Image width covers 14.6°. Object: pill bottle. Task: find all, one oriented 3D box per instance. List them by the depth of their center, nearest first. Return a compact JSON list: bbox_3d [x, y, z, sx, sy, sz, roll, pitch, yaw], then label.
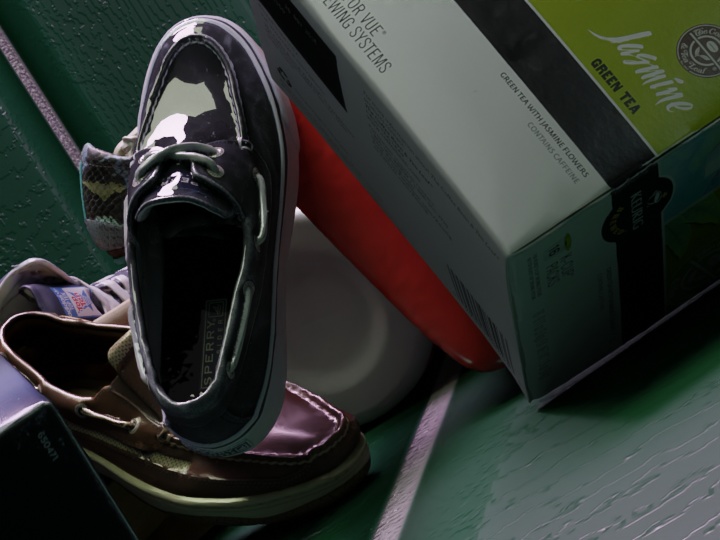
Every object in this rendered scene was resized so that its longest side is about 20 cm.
[{"bbox_3d":[0.000,0.000,1.399,0.112,0.113,0.200,-31,7,18],"label":"pill bottle"}]

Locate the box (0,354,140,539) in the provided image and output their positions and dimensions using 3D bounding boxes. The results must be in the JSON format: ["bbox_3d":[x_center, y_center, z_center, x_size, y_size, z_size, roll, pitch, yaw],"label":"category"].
[{"bbox_3d":[-0.206,0.127,1.146,0.200,0.124,0.198,-34,22,-12],"label":"box"}]

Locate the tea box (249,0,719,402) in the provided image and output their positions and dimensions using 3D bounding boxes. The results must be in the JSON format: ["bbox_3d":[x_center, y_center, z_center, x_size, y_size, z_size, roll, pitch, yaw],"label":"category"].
[{"bbox_3d":[0.085,-0.096,1.115,0.196,0.200,0.134,-33,-27,-9],"label":"tea box"}]

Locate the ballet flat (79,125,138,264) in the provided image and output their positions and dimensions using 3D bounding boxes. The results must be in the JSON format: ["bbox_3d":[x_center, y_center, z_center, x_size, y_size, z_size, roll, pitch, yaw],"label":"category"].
[{"bbox_3d":[-0.042,-0.070,1.333,0.199,0.075,0.074,-24,3,-13],"label":"ballet flat"}]

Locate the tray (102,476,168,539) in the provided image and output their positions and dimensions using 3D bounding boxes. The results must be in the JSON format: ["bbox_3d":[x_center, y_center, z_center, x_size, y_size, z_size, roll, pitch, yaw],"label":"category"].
[{"bbox_3d":[-0.156,0.132,1.283,0.098,0.037,0.200,-9,29,48],"label":"tray"}]

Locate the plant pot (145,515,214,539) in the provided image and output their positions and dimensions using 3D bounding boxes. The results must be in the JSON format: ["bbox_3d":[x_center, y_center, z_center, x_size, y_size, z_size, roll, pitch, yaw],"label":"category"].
[{"bbox_3d":[-0.141,0.145,1.380,0.200,0.028,0.200,-33,5,3],"label":"plant pot"}]

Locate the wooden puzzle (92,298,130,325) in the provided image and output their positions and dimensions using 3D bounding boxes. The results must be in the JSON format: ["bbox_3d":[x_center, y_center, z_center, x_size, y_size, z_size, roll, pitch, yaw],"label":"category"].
[{"bbox_3d":[-0.132,0.074,1.447,0.185,0.037,0.200,-32,-22,12],"label":"wooden puzzle"}]

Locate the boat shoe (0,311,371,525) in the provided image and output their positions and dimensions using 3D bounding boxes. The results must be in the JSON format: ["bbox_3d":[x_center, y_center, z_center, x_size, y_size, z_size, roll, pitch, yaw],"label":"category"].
[{"bbox_3d":[-0.087,0.057,1.227,0.202,0.075,0.075,6,37,37],"label":"boat shoe"}]

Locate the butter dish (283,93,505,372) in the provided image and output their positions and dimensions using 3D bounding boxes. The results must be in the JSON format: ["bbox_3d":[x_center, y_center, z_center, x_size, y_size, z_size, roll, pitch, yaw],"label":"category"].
[{"bbox_3d":[0.075,-0.054,1.264,0.199,0.200,0.148,-41,-28,-7],"label":"butter dish"}]

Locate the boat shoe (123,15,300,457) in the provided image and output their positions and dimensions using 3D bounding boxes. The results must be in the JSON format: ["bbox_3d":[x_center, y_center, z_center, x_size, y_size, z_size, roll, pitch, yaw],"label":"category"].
[{"bbox_3d":[-0.069,-0.025,1.184,0.071,0.201,0.068,-6,-23,15],"label":"boat shoe"}]

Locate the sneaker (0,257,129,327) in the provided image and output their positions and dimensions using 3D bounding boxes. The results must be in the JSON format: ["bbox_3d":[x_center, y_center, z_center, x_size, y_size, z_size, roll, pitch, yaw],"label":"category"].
[{"bbox_3d":[-0.121,0.019,1.479,0.199,0.070,0.109,-31,-21,-15],"label":"sneaker"}]
